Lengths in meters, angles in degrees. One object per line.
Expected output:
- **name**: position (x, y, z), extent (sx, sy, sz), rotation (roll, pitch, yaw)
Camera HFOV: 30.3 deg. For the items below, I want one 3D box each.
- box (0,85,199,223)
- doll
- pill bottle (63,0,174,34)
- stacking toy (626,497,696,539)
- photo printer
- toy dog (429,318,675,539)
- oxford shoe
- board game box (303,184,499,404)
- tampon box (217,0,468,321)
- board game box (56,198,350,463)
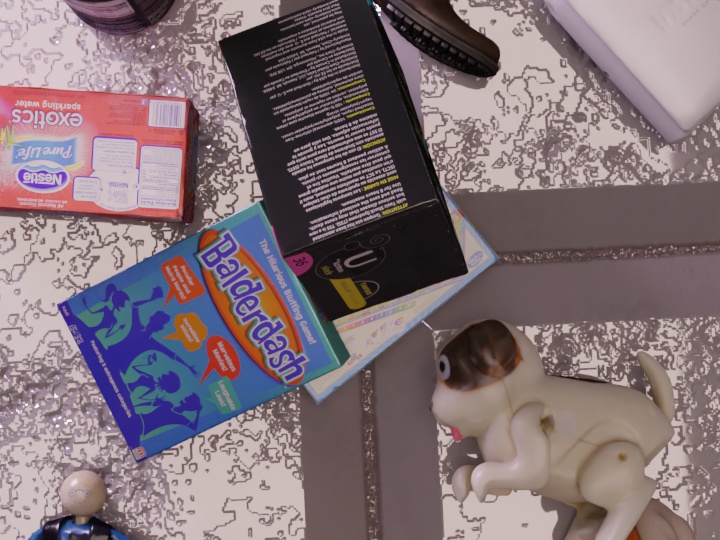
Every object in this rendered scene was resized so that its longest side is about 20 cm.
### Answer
- **box**: position (-0.238, -0.095, 1.108), extent (0.199, 0.095, 0.103), rotation (3, 89, -1)
- **doll**: position (-0.233, 0.271, 1.126), extent (0.136, 0.048, 0.201), rotation (-2, 83, 8)
- **pill bottle**: position (-0.204, -0.257, 1.058), extent (0.106, 0.200, 0.107), rotation (0, 89, -2)
- **stacking toy**: position (0.206, 0.298, 1.119), extent (0.200, 0.146, 0.146), rotation (-37, 90, 16)
- **photo printer**: position (0.261, -0.235, 1.138), extent (0.166, 0.069, 0.200), rotation (-42, 91, -2)
- **toy dog**: position (0.149, 0.121, 1.098), extent (0.200, 0.140, 0.194), rotation (35, 88, 1)
- **oxford shoe**: position (0.050, -0.243, 1.131), extent (0.200, 0.073, 0.084), rotation (41, 86, -1)
- **board game box**: position (0.000, 0.000, 1.144), extent (0.200, 0.034, 0.135), rotation (-38, 91, -2)
- **tampon box**: position (-0.011, -0.088, 1.050), extent (0.126, 0.150, 0.201), rotation (-20, 65, 6)
- **board game box**: position (-0.131, 0.050, 1.109), extent (0.200, 0.045, 0.152), rotation (-27, 93, 12)
